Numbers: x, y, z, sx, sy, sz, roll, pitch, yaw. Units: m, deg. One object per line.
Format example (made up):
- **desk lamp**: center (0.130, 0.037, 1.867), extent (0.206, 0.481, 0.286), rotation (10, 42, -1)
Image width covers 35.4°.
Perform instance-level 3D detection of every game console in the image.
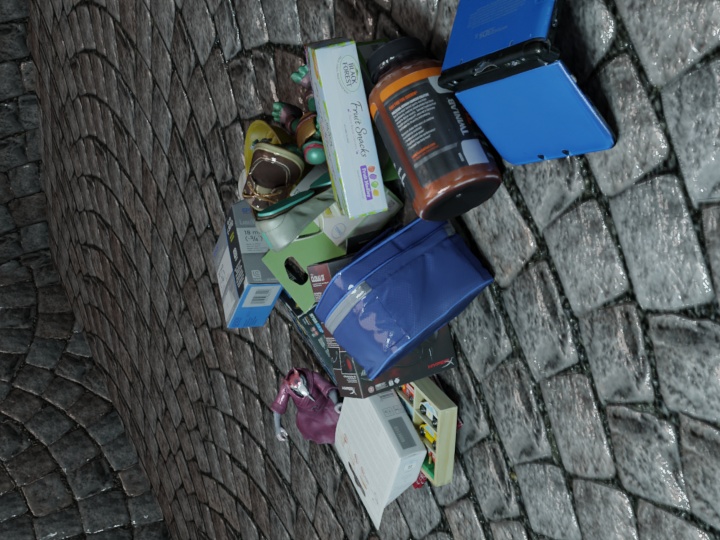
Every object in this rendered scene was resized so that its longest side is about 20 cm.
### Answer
- **game console**: center (0.177, -0.212, 1.137), extent (0.200, 0.118, 0.171), rotation (-1, 73, 65)

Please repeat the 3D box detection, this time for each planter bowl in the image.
- **planter bowl**: center (-0.100, -0.136, 1.708), extent (0.200, 0.083, 0.201), rotation (46, 143, 49)

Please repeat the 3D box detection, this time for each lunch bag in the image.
- **lunch bag**: center (0.050, 0.017, 1.347), extent (0.132, 0.200, 0.136), rotation (50, 150, 8)

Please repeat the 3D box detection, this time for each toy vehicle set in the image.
- **toy vehicle set**: center (0.069, 0.192, 1.561), extent (0.200, 0.026, 0.124), rotation (42, 138, 53)

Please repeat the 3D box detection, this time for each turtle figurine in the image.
- **turtle figurine**: center (-0.078, -0.198, 1.550), extent (0.101, 0.150, 0.200), rotation (43, -161, -29)

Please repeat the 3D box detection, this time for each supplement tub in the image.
- **supplement tub**: center (0.076, -0.164, 1.279), extent (0.200, 0.107, 0.107), rotation (67, 155, 16)

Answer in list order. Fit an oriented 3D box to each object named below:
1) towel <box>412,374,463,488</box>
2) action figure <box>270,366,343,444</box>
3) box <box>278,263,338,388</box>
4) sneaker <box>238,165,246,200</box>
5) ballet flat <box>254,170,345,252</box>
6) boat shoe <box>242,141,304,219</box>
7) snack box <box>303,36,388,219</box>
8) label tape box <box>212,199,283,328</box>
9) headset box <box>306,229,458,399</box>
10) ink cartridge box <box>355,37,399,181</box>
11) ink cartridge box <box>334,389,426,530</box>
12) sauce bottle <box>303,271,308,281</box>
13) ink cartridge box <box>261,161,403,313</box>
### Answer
- **towel**: center (0.082, 0.207, 1.600), extent (0.145, 0.022, 0.200), rotation (63, 152, 28)
- **action figure**: center (-0.072, 0.199, 1.801), extent (0.200, 0.134, 0.149), rotation (63, -163, -48)
- **box**: center (-0.057, 0.101, 1.696), extent (0.200, 0.046, 0.159), rotation (60, 172, -28)
- **sneaker**: center (-0.175, -0.159, 1.870), extent (0.085, 0.073, 0.200), rotation (57, 153, 29)
- **ballet flat**: center (-0.051, -0.087, 1.468), extent (0.067, 0.200, 0.064), rotation (1, 120, 55)
- **boat shoe**: center (-0.125, -0.114, 1.536), extent (0.200, 0.072, 0.072), rotation (131, 157, -73)
- **snack box**: center (-0.019, -0.174, 1.350), extent (0.142, 0.053, 0.200), rotation (-127, 24, -74)
- **label tape box**: center (-0.175, -0.033, 1.700), extent (0.144, 0.063, 0.200), rotation (122, 140, -55)
- **headset box**: center (0.026, 0.049, 1.467), extent (0.075, 0.148, 0.200), rotation (-8, 97, 65)
- **ink cartridge box**: center (0.038, -0.180, 1.408), extent (0.200, 0.059, 0.104), rotation (63, 154, 24)
- **ink cartridge box**: center (0.024, 0.251, 1.606), extent (0.160, 0.047, 0.200), rotation (60, 154, 34)
- **sauce bottle**: center (-0.048, -0.040, 1.683), extent (0.065, 0.065, 0.200), rotation (62, 155, 26)
- **ink cartridge box**: center (-0.052, -0.061, 1.542), extent (0.048, 0.200, 0.146), rotation (39, -174, -45)
